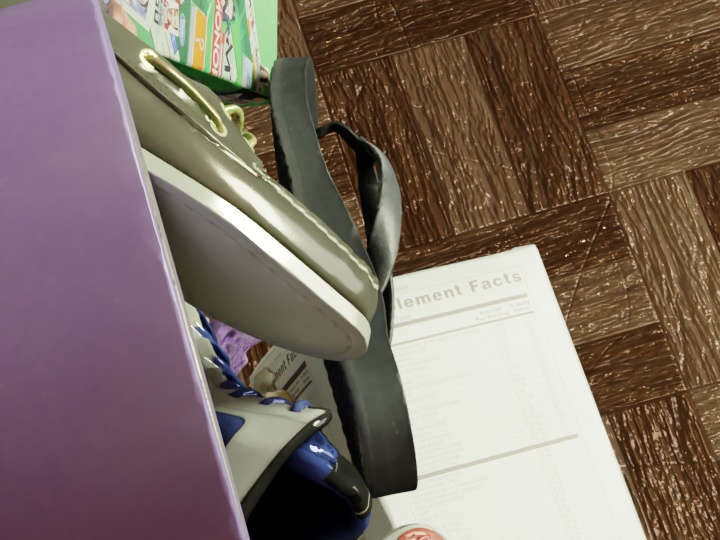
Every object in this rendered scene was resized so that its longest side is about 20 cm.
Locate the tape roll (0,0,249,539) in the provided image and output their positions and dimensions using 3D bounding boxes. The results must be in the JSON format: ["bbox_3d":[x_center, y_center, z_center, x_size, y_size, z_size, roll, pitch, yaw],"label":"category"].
[{"bbox_3d":[-0.091,0.023,0.722,0.200,0.085,0.200,165,-90,-85],"label":"tape roll"}]

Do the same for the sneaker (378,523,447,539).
[{"bbox_3d":[-0.030,0.140,0.942,0.200,0.078,0.082,-42,-113,47],"label":"sneaker"}]

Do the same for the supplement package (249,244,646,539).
[{"bbox_3d":[0.044,0.107,1.064,0.110,0.114,0.200,129,-54,-62],"label":"supplement package"}]

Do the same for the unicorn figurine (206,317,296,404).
[{"bbox_3d":[-0.049,0.131,1.077,0.137,0.074,0.200,130,-40,-67],"label":"unicorn figurine"}]

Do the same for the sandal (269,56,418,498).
[{"bbox_3d":[0.000,0.001,0.946,0.076,0.043,0.200,85,-9,-53],"label":"sandal"}]

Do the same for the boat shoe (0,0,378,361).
[{"bbox_3d":[-0.072,-0.042,0.854,0.202,0.060,0.072,35,-30,-10],"label":"boat shoe"}]

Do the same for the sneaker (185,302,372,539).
[{"bbox_3d":[-0.053,0.066,0.897,0.199,0.115,0.081,-89,166,-46],"label":"sneaker"}]

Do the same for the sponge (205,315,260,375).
[{"bbox_3d":[-0.108,-0.018,1.196,0.112,0.030,0.200,-57,-135,23],"label":"sponge"}]

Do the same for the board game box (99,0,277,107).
[{"bbox_3d":[-0.077,-0.174,0.966,0.135,0.029,0.200,17,71,-60],"label":"board game box"}]
